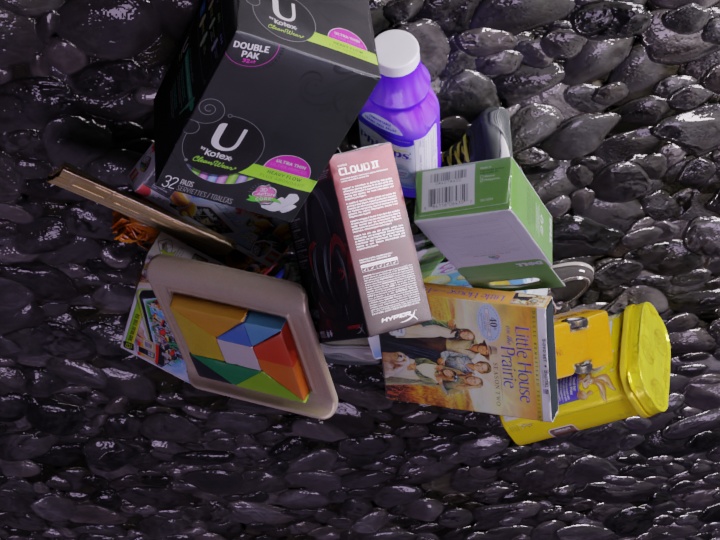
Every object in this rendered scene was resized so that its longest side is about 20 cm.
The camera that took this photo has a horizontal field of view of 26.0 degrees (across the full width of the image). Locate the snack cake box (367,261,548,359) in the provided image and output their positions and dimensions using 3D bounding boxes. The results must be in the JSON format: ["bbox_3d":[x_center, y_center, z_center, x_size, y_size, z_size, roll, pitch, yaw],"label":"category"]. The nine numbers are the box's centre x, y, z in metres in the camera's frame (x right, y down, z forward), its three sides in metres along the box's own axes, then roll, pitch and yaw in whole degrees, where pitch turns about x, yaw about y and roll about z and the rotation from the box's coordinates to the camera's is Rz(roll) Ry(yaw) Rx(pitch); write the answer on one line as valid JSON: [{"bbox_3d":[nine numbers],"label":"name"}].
[{"bbox_3d":[0.110,0.035,1.806,0.198,0.115,0.068,-13,107,17],"label":"snack cake box"}]

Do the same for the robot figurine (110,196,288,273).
[{"bbox_3d":[-0.167,-0.044,1.732,0.199,0.059,0.145,19,145,-29],"label":"robot figurine"}]

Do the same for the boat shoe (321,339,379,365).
[{"bbox_3d":[-0.049,0.073,1.877,0.074,0.066,0.201,-6,167,43],"label":"boat shoe"}]

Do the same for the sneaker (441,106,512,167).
[{"bbox_3d":[0.108,-0.099,1.639,0.084,0.075,0.201,4,148,-7],"label":"sneaker"}]

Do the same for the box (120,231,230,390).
[{"bbox_3d":[-0.194,0.047,1.703,0.109,0.035,0.201,27,144,1],"label":"box"}]

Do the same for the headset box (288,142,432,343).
[{"bbox_3d":[-0.011,-0.035,1.567,0.074,0.202,0.148,-13,-179,-23],"label":"headset box"}]

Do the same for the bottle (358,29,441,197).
[{"bbox_3d":[0.038,-0.155,1.545,0.083,0.065,0.201,28,154,19],"label":"bottle"}]

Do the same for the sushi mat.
[{"bbox_3d":[-0.225,-0.061,1.608,0.199,0.012,0.096,25,166,-20],"label":"sushi mat"}]

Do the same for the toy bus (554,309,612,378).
[{"bbox_3d":[0.208,0.093,1.817,0.199,0.066,0.078,-12,-172,-35],"label":"toy bus"}]

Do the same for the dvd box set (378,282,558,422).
[{"bbox_3d":[0.116,0.087,1.709,0.198,0.029,0.148,7,121,23],"label":"dvd box set"}]

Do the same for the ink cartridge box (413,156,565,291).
[{"bbox_3d":[0.137,-0.042,1.613,0.103,0.060,0.200,-7,155,22],"label":"ink cartridge box"}]

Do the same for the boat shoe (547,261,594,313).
[{"bbox_3d":[0.195,0.048,1.892,0.199,0.057,0.067,-20,143,27],"label":"boat shoe"}]

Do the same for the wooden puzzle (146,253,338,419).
[{"bbox_3d":[-0.125,0.076,1.632,0.183,0.037,0.201,12,141,21],"label":"wooden puzzle"}]

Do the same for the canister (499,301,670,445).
[{"bbox_3d":[0.277,0.131,1.946,0.199,0.149,0.087,-19,127,29],"label":"canister"}]

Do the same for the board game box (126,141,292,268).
[{"bbox_3d":[-0.128,-0.095,1.626,0.199,0.035,0.126,30,107,-40],"label":"board game box"}]

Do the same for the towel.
[{"bbox_3d":[0.000,0.000,1.725,0.198,0.031,0.149,-15,168,-16],"label":"towel"}]

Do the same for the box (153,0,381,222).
[{"bbox_3d":[-0.091,-0.168,1.448,0.147,0.125,0.200,14,133,-23],"label":"box"}]

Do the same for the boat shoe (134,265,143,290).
[{"bbox_3d":[-0.232,0.058,1.883,0.069,0.074,0.201,12,149,29],"label":"boat shoe"}]

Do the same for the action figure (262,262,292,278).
[{"bbox_3d":[-0.084,0.012,1.824,0.065,0.052,0.199,13,148,-37],"label":"action figure"}]
